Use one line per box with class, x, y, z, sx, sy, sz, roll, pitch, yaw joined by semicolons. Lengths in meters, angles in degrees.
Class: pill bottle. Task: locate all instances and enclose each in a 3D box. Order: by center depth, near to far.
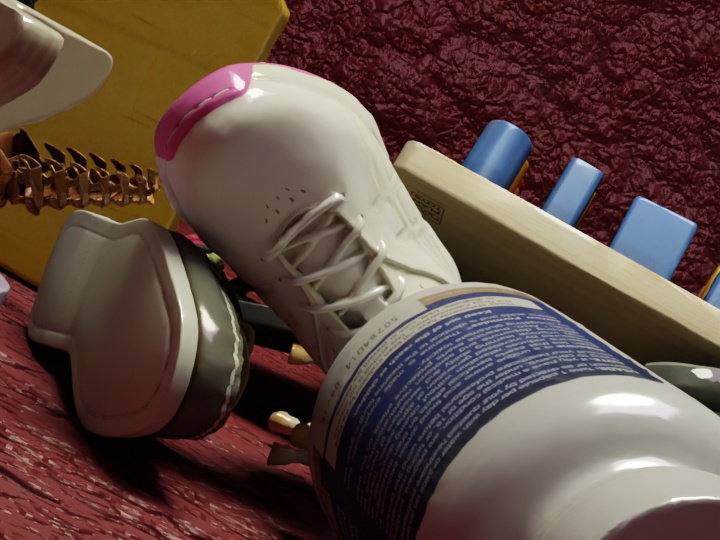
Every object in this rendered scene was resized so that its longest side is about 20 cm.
pill bottle;0.059;0.077;0.647;0.111;0.111;0.200;27;4;-19

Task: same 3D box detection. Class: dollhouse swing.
dollhouse swing;-0.124;-0.101;1.024;0.182;0.200;0.176;29;3;10

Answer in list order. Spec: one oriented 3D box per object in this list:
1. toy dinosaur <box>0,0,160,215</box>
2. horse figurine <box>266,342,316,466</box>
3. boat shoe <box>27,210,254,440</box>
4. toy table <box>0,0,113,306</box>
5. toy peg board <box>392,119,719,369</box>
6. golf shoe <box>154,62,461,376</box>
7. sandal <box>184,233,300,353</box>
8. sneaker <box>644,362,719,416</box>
toy dinosaur;-0.174;-0.080;0.879;0.200;0.136;0.102;17;24;-7
horse figurine;0.028;0.080;0.852;0.132;0.050;0.200;22;7;-7
boat shoe;-0.070;0.021;0.758;0.060;0.072;0.202;22;2;-20
toy table;-0.183;-0.063;0.731;0.184;0.117;0.200;31;4;33
toy peg board;0.112;0.001;1.060;0.200;0.098;0.199;29;-23;6
golf shoe;0.000;0.000;0.751;0.092;0.075;0.200;55;6;38
sandal;-0.068;0.003;0.982;0.075;0.045;0.200;21;-2;-25
sneaker;0.120;0.101;1.003;0.075;0.079;0.200;8;-18;-12
